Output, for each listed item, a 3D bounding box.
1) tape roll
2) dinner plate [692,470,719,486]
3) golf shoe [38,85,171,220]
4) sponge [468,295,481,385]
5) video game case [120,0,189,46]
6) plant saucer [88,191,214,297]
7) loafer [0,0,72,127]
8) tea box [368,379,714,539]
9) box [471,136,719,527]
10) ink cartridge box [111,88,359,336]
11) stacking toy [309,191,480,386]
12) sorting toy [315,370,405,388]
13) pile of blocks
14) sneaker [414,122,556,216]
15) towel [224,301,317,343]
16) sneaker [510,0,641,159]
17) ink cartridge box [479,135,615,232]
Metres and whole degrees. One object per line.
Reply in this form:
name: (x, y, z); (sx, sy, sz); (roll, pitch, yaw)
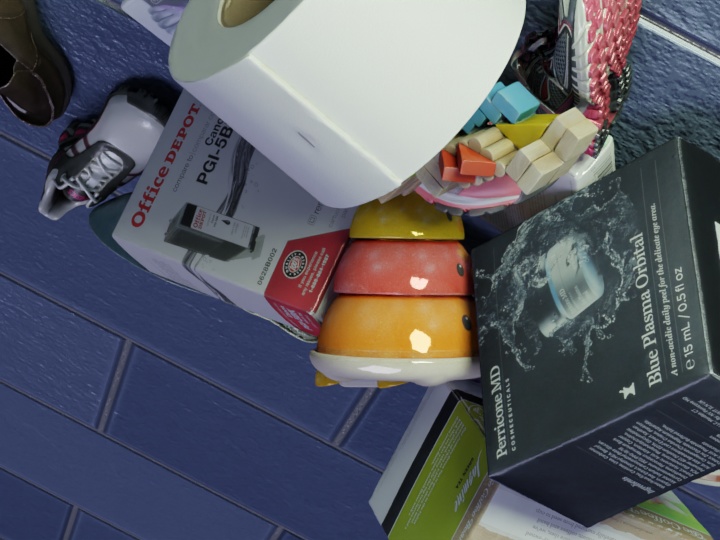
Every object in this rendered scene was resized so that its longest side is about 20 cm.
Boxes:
tape roll: (-0.010, -0.160, 1.446); (0.139, 0.203, 0.202); (39, 153, -25)
dinner plate: (0.301, 0.092, 1.748); (0.200, 0.024, 0.201); (2, 128, 3)
golf shoe: (-0.215, -0.096, 1.910); (0.077, 0.088, 0.200); (37, 152, -16)
sponge: (0.131, 0.079, 1.778); (0.111, 0.030, 0.200); (7, 141, -5)
video game case: (-0.057, -0.184, 1.618); (0.182, 0.023, 0.200); (37, 144, -19)
plant saucer: (-0.136, -0.032, 1.918); (0.201, 0.039, 0.201); (20, -163, -7)
loafer: (-0.303, -0.179, 1.853); (0.073, 0.071, 0.200); (17, 153, 21)
tea box: (0.139, 0.199, 1.719); (0.200, 0.134, 0.197); (22, -166, -22)
box: (0.192, 0.046, 1.557); (0.200, 0.197, 0.117); (-30, 138, 35)
ink cartridge box: (-0.078, -0.046, 1.763); (0.200, 0.147, 0.083); (19, 168, 26)
stacking toy: (0.034, -0.016, 1.664); (0.146, 0.201, 0.146); (0, -177, 0)
sorting toy: (0.000, 0.000, 1.858); (0.200, 0.107, 0.180); (-5, 110, 57)
pile of blocks: (0.062, -0.088, 1.481); (0.200, 0.062, 0.082); (-4, 108, 44)
sneaker: (0.049, -0.100, 1.572); (0.200, 0.074, 0.087); (14, 129, 28)
towel: (-0.114, 0.011, 2.009); (0.200, 0.037, 0.148); (25, -178, -1)
sneaker: (0.138, -0.143, 1.476); (0.075, 0.081, 0.200); (23, 155, 13)
ink cartridge box: (0.107, -0.089, 1.676); (0.200, 0.050, 0.161); (36, 161, 26)
